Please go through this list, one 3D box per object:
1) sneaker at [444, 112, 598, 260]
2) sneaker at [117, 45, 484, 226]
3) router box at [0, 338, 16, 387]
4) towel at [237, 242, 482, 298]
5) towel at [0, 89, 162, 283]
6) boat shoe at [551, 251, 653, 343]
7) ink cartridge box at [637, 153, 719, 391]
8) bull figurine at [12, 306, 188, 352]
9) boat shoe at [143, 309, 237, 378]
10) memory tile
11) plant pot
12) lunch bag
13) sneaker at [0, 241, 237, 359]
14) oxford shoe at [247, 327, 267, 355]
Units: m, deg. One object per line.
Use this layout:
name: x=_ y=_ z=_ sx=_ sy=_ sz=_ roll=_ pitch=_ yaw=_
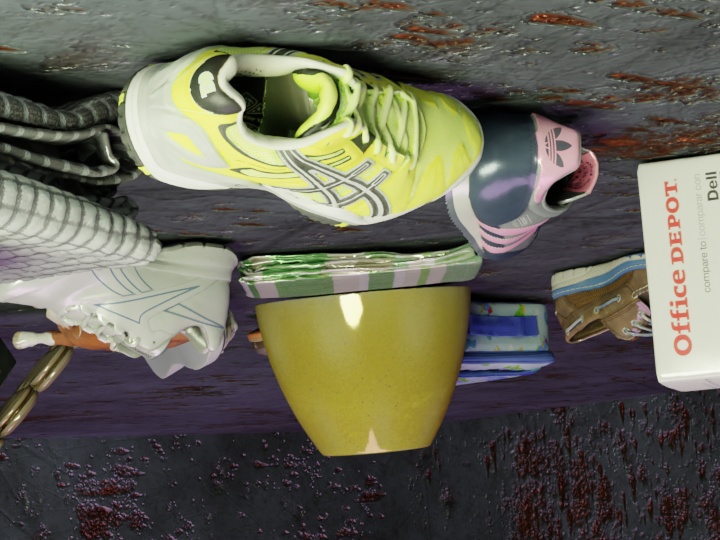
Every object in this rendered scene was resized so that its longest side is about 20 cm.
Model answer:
sneaker: x=0.101 y=-0.046 z=1.084 sx=0.081 sy=0.071 sz=0.200 roll=-3 pitch=174 yaw=13
sneaker: x=-0.014 y=-0.064 z=0.886 sx=0.199 sy=0.076 sz=0.076 roll=0 pitch=172 yaw=-37
router box: x=-0.266 y=-0.008 z=0.803 sx=0.156 sy=0.201 sz=0.052 roll=-9 pitch=-144 yaw=31
towel: x=0.000 y=0.000 z=1.540 sx=0.198 sy=0.024 sz=0.153 roll=-6 pitch=173 yaw=-1
towel: x=-0.218 y=-0.045 z=0.899 sx=0.199 sy=0.086 sz=0.165 roll=-7 pitch=170 yaw=30
boat shoe: x=0.249 y=0.026 z=1.655 sx=0.072 sy=0.073 sz=0.200 roll=0 pitch=171 yaw=-31
ink cartridge box: x=0.286 y=-0.005 z=1.193 sx=0.198 sy=0.147 sz=0.084 roll=-7 pitch=171 yaw=20
bull figurine: x=-0.210 y=0.035 z=1.532 sx=0.121 sy=0.066 sz=0.199 roll=-5 pitch=171 yaw=37
boat shoe: x=-0.150 y=0.053 z=1.726 sx=0.070 sy=0.071 sz=0.200 roll=-30 pitch=178 yaw=-22
memory tile: x=-0.299 y=0.111 z=1.670 sx=0.017 sy=0.200 sz=0.153 roll=40 pitch=162 yaw=-8
plant pot: x=0.008 y=0.093 z=1.695 sx=0.198 sy=0.143 sz=0.200 roll=-5 pitch=178 yaw=0
lunch bag: x=0.091 y=0.075 z=1.907 sx=0.199 sy=0.083 sz=0.160 roll=2 pitch=167 yaw=-43
sneaker: x=-0.175 y=0.020 z=1.358 sx=0.199 sy=0.088 sz=0.074 roll=3 pitch=172 yaw=-33
oxford shoe: x=-0.037 y=0.088 z=1.948 sx=0.071 sy=0.074 sz=0.199 roll=-11 pitch=169 yaw=44
